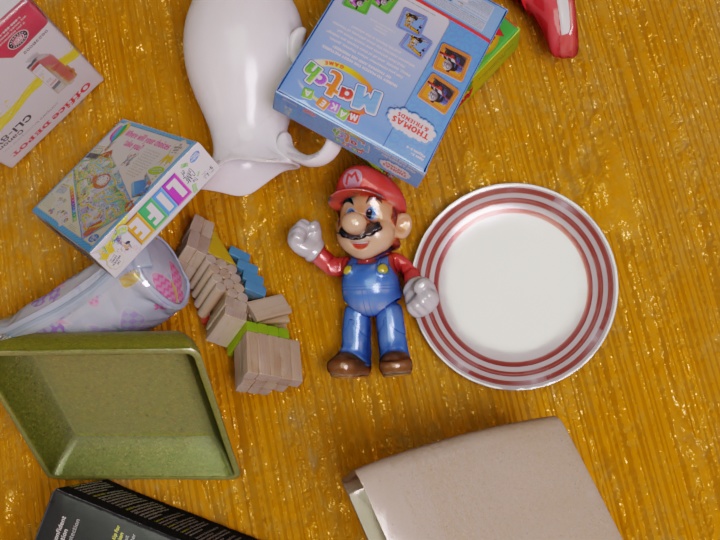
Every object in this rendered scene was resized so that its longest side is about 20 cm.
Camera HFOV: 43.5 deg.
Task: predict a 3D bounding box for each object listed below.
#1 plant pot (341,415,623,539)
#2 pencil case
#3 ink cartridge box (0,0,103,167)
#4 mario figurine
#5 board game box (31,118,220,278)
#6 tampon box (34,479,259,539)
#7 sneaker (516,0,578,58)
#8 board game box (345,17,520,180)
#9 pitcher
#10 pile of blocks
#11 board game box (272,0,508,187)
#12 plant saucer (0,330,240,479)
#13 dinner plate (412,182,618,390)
[{"bbox_3d":[0.108,0.227,0.766,0.176,0.200,0.201,-25,78,-11],"label":"plant pot"},{"bbox_3d":[-0.259,0.040,0.858,0.199,0.091,0.084,-29,50,16],"label":"pencil case"},{"bbox_3d":[-0.357,-0.199,0.880,0.145,0.200,0.083,-44,81,-3],"label":"ink cartridge box"},{"bbox_3d":[0.000,0.000,0.850,0.122,0.106,0.203,-2,85,-19],"label":"mario figurine"},{"bbox_3d":[-0.227,-0.075,0.852,0.135,0.034,0.199,-49,34,-12],"label":"board game box"},{"bbox_3d":[-0.189,0.296,0.808,0.198,0.126,0.151,19,83,9],"label":"tampon box"},{"bbox_3d":[0.149,-0.291,0.916,0.114,0.078,0.202,-14,66,12],"label":"sneaker"},{"bbox_3d":[0.056,-0.194,0.912,0.102,0.048,0.200,43,87,11],"label":"board game box"},{"bbox_3d":[-0.091,-0.188,0.880,0.170,0.121,0.203,-8,82,31],"label":"pitcher"},{"bbox_3d":[-0.124,0.041,0.891,0.062,0.082,0.201,-48,63,40],"label":"pile of blocks"},{"bbox_3d":[0.030,-0.196,0.833,0.150,0.037,0.201,28,66,-1],"label":"board game box"},{"bbox_3d":[-0.220,0.119,0.833,0.197,0.201,0.048,-1,46,6],"label":"plant saucer"},{"bbox_3d":[0.148,0.015,0.877,0.198,0.024,0.203,-1,79,5],"label":"dinner plate"}]
